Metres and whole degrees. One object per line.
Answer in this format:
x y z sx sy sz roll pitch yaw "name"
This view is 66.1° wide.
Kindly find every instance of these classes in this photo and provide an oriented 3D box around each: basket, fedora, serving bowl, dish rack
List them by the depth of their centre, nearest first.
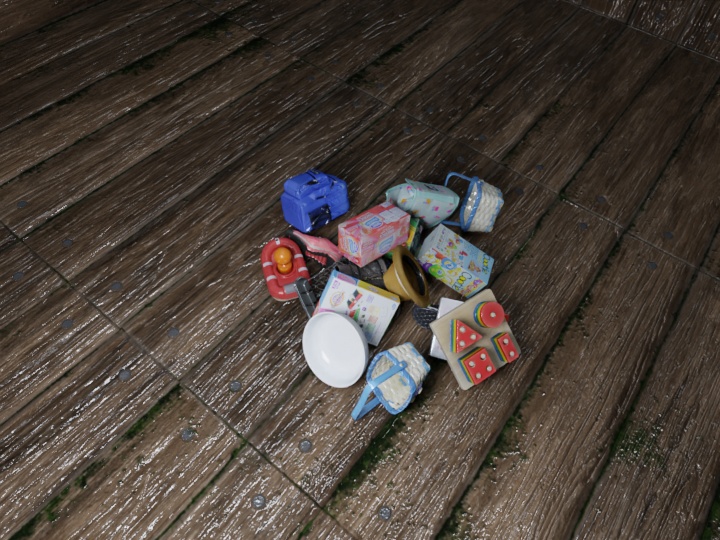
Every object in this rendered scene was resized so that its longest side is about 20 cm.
0.070 0.282 1.383 0.198 0.177 0.140 -24 64 -32 "basket"
-0.056 0.199 1.453 0.199 0.202 0.065 36 28 22 "serving bowl"
0.121 0.028 1.557 0.081 0.200 0.203 -25 49 22 "fedora"
-0.077 0.055 1.582 0.199 0.054 0.156 -31 105 -30 "dish rack"
0.349 -0.215 1.800 0.196 0.178 0.140 13 36 -11 "basket"

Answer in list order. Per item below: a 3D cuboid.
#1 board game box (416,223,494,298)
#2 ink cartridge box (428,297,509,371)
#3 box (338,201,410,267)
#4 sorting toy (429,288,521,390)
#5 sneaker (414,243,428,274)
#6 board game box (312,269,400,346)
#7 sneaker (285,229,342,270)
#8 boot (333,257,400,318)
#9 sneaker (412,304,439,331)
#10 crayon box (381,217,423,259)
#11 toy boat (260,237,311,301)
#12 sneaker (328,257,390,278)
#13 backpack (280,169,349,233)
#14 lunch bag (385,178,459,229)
0.280 -0.026 1.645 0.198 0.103 0.106 33 53 -8 "board game box"
0.299 0.176 1.519 0.196 0.057 0.166 12 86 9 "ink cartridge box"
0.040 -0.106 1.581 0.199 0.096 0.102 -30 48 -34 "box"
0.318 0.183 1.472 0.198 0.070 0.201 -29 94 -14 "sorting toy"
0.164 -0.057 1.734 0.089 0.068 0.201 -9 46 -31 "sneaker"
-0.013 0.104 1.499 0.197 0.155 0.040 22 23 -13 "board game box"
-0.143 -0.073 1.727 0.198 0.075 0.087 29 42 13 "sneaker"
0.013 0.059 1.568 0.172 0.069 0.203 -15 78 -39 "boot"
0.246 0.132 1.601 0.196 0.073 0.083 13 28 4 "sneaker"
0.083 -0.104 1.703 0.197 0.051 0.129 9 71 31 "crayon box"
-0.224 -0.020 1.625 0.128 0.132 0.202 -16 55 -12 "toy boat"
0.000 0.000 1.662 0.197 0.079 0.076 -17 56 -16 "sneaker"
-0.134 -0.232 1.763 0.198 0.170 0.162 -25 40 -26 "backpack"
0.190 -0.211 1.723 0.167 0.199 0.124 8 78 -24 "lunch bag"
